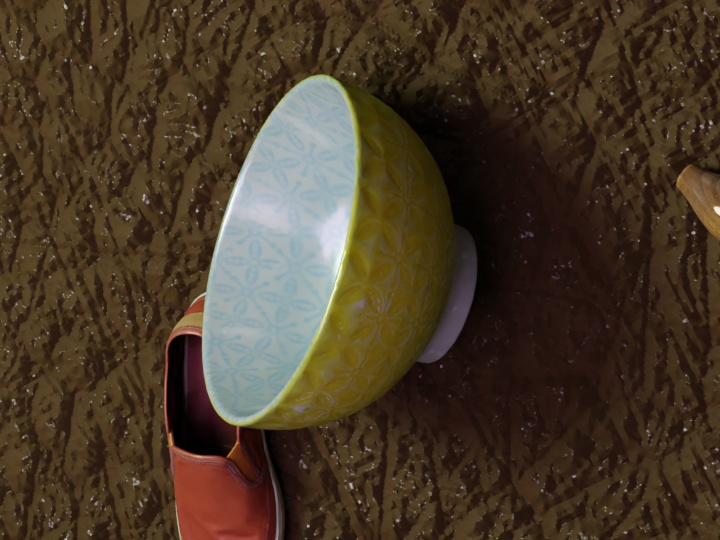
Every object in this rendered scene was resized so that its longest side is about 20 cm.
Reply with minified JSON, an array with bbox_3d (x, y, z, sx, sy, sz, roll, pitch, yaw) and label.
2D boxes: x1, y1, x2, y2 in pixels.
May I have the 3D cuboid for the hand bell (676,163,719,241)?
[{"bbox_3d":[0.241,0.009,1.363,0.200,0.104,0.104,41,119,28],"label":"hand bell"}]

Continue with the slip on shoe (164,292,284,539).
[{"bbox_3d":[-0.088,0.112,1.568,0.074,0.061,0.201,7,108,25],"label":"slip on shoe"}]

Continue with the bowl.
[{"bbox_3d":[0.000,0.000,1.451,0.107,0.200,0.200,15,117,-22],"label":"bowl"}]
